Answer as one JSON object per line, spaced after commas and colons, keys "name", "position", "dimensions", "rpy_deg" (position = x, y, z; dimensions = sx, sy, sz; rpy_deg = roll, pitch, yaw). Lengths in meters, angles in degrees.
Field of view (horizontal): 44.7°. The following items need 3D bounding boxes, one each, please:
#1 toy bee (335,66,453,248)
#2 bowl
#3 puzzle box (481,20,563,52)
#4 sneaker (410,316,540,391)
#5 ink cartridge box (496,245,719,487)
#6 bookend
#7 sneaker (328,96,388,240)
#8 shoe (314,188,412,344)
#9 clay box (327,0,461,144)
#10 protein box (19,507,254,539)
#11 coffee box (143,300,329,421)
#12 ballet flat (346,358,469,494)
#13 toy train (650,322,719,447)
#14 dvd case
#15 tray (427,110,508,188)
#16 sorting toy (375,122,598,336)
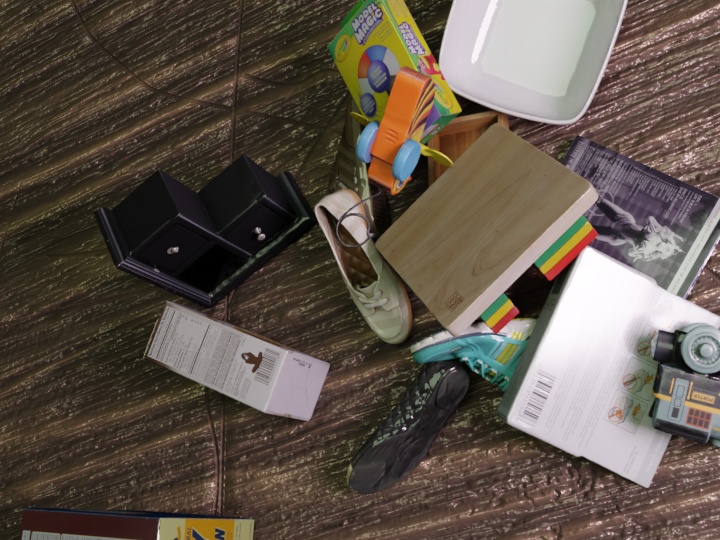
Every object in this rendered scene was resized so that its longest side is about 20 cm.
{"name": "toy bee", "position": [0.034, -0.138, 1.025], "dimensions": [0.131, 0.108, 0.200], "rpy_deg": [48, 111, 9]}
{"name": "bowl", "position": [0.205, -0.282, 1.037], "dimensions": [0.198, 0.074, 0.203], "rpy_deg": [23, 101, 19]}
{"name": "puzzle box", "position": [0.186, -0.373, 1.125], "dimensions": [0.131, 0.025, 0.204], "rpy_deg": [-10, 72, 22]}
{"name": "sneaker", "position": [0.153, 0.092, 0.962], "dimensions": [0.196, 0.078, 0.081], "rpy_deg": [-2, 85, 3]}
{"name": "ink cartridge box", "position": [0.262, 0.100, 0.924], "dimensions": [0.172, 0.044, 0.203], "rpy_deg": [25, 89, -8]}
{"name": "bookend", "position": [-0.192, -0.067, 1.120], "dimensions": [0.199, 0.198, 0.093], "rpy_deg": [-37, 61, 10]}
{"name": "sneaker", "position": [-0.013, -0.131, 1.127], "dimensions": [0.074, 0.070, 0.204], "rpy_deg": [-13, 69, 26]}
{"name": "shoe", "position": [0.000, 0.000, 1.060], "dimensions": [0.069, 0.053, 0.203], "rpy_deg": [-26, 88, 33]}
{"name": "clay box", "position": [0.032, -0.249, 1.078], "dimensions": [0.115, 0.047, 0.202], "rpy_deg": [-37, 77, 47]}
{"name": "protein box", "position": [-0.263, 0.355, 1.033], "dimensions": [0.197, 0.198, 0.137], "rpy_deg": [-3, 74, 24]}
{"name": "coffee box", "position": [-0.155, 0.113, 1.100], "dimensions": [0.198, 0.114, 0.081], "rpy_deg": [18, 84, 29]}
{"name": "ballet flat", "position": [0.056, 0.181, 1.023], "dimensions": [0.201, 0.066, 0.057], "rpy_deg": [-49, 22, 4]}
{"name": "toy train", "position": [0.379, 0.121, 0.856], "dimensions": [0.197, 0.085, 0.116], "rpy_deg": [14, 94, 15]}
{"name": "dvd case", "position": [0.294, -0.049, 0.987], "dimensions": [0.199, 0.016, 0.150], "rpy_deg": [31, 90, 29]}
{"name": "tray", "position": [0.134, -0.088, 1.063], "dimensions": [0.097, 0.037, 0.204], "rpy_deg": [-7, 72, 24]}
{"name": "sorting toy", "position": [0.139, -0.037, 0.949], "dimensions": [0.200, 0.070, 0.199], "rpy_deg": [-45, 34, 4]}
